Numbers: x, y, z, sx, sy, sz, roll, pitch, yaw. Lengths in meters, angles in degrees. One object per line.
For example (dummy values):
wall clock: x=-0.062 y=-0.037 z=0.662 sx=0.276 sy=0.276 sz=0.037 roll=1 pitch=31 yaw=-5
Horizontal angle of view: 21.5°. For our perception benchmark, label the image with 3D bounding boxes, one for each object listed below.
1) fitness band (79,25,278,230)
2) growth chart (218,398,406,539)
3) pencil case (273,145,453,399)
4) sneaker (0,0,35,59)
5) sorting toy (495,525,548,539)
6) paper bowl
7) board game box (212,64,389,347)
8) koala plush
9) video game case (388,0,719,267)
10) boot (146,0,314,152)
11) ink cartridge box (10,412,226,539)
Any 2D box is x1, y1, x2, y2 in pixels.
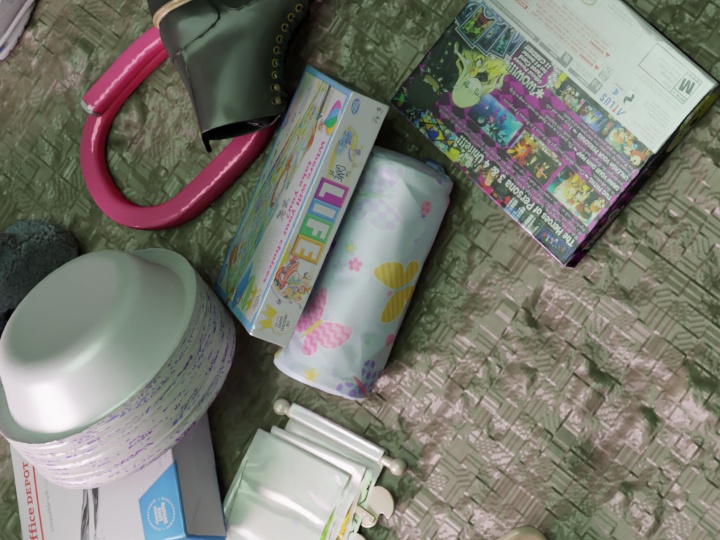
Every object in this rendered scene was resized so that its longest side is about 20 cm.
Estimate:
fitness band: x=-0.154 y=-0.125 z=1.588 sx=0.200 sy=0.037 sz=0.144 roll=-43 pitch=73 yaw=16
growth chart: x=-0.057 y=0.208 z=1.538 sx=0.144 sy=0.018 sz=0.201 roll=34 pitch=100 yaw=21
pencil case: x=0.000 y=0.000 z=1.491 sx=0.090 sy=0.083 sz=0.202 roll=24 pitch=96 yaw=40
sneaker: x=-0.302 y=-0.274 z=1.633 sx=0.074 sy=0.082 sz=0.201 roll=27 pitch=97 yaw=22
sorting toy: x=0.111 y=0.322 z=1.455 sx=0.185 sy=0.036 sz=0.201 roll=-35 pitch=79 yaw=18
paper bowl: x=-0.206 y=0.065 z=1.506 sx=0.199 sy=0.105 sz=0.202 roll=-23 pitch=37 yaw=19
board game box: x=-0.050 y=-0.054 z=1.494 sx=0.034 sy=0.134 sz=0.201 roll=21 pitch=98 yaw=-21
koala plush: x=-0.372 y=0.032 z=1.611 sx=0.199 sy=0.183 sz=0.179 roll=8 pitch=90 yaw=35
video game case: x=0.148 y=-0.135 z=1.459 sx=0.200 sy=0.036 sz=0.182 roll=44 pitch=103 yaw=19
boot: x=-0.057 y=-0.187 z=1.515 sx=0.199 sy=0.077 sz=0.139 roll=-21 pitch=76 yaw=7
ink cartridge box: x=-0.218 y=0.187 z=1.571 sx=0.199 sy=0.068 sz=0.117 roll=-18 pitch=73 yaw=24
